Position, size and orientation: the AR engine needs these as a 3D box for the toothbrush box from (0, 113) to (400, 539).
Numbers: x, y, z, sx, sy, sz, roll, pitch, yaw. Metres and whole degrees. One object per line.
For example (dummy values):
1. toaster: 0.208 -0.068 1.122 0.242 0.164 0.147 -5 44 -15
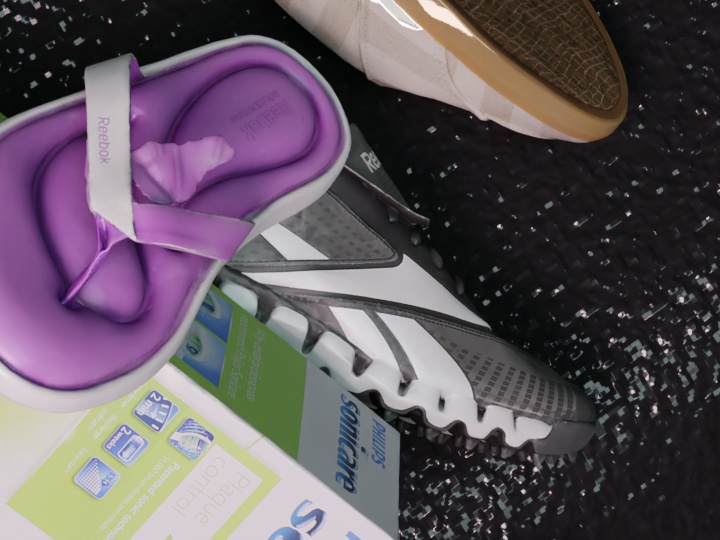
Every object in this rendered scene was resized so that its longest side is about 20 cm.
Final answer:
1. toothbrush box: -0.107 0.057 0.728 0.200 0.086 0.146 39 106 -14

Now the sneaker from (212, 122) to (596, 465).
1. sneaker: 0.000 0.000 0.797 0.200 0.066 0.091 23 85 -13

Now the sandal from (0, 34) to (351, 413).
1. sandal: -0.058 -0.031 0.682 0.082 0.050 0.203 44 35 -1

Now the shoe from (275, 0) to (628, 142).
1. shoe: 0.008 -0.106 0.814 0.200 0.053 0.070 36 48 -17
